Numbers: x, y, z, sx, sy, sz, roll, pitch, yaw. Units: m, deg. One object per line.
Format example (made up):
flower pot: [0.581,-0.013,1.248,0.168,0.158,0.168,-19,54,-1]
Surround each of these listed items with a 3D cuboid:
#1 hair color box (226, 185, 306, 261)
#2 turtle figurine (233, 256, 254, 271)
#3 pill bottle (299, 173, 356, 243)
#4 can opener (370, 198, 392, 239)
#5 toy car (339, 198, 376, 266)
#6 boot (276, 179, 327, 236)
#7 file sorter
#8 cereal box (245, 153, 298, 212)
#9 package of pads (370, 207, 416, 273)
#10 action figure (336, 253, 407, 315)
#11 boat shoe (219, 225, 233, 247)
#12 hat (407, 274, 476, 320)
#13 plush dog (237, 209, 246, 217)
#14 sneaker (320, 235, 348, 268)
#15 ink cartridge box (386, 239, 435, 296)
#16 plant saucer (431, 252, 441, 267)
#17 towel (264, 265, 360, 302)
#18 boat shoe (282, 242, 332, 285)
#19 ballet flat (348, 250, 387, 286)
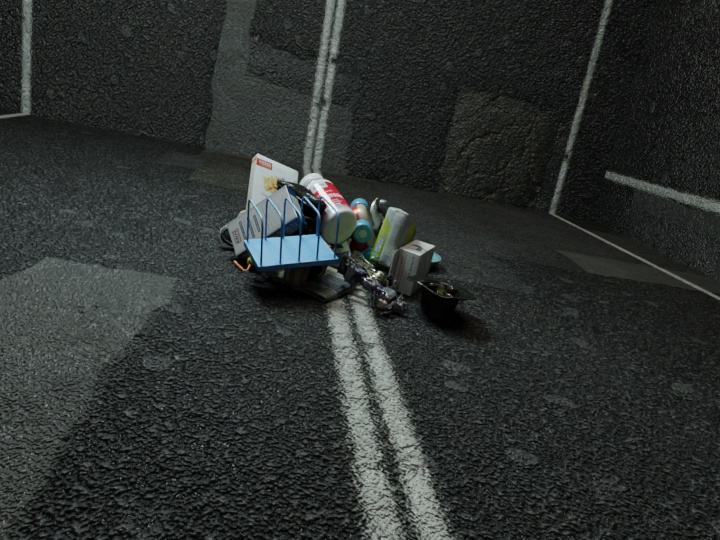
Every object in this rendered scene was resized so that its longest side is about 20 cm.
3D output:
hair color box: [-0.245,-0.120,1.481,0.103,0.196,0.060,66,14,22]
turtle figurine: [-0.224,-0.045,1.430,0.158,0.067,0.196,-17,9,-43]
pill bottle: [-0.099,-0.181,1.606,0.109,0.114,0.202,-1,42,-38]
can opener: [0.072,-0.122,1.652,0.065,0.203,0.054,9,51,26]
toy car: [-0.051,-0.092,1.717,0.193,0.182,0.186,-16,30,6]
boot: [-0.185,-0.145,1.557,0.078,0.162,0.210,6,24,-42]
file sorter: [-0.160,-0.093,1.320,0.193,0.127,0.139,-6,29,-25]
cereal box: [-0.250,-0.212,1.613,0.140,0.208,0.039,18,-27,-34]
package of pads: [0.096,-0.077,1.581,0.066,0.160,0.200,20,-4,14]
action figure: [0.034,0.040,1.388,0.197,0.071,0.129,34,17,17]
boat shoe: [-0.296,-0.083,1.590,0.193,0.078,0.062,17,3,-17]
hat: [0.191,0.074,1.408,0.193,0.084,0.201,17,9,-3]
plush dog: [-0.284,-0.176,1.711,0.154,0.178,0.200,6,16,-18]
sneaker: [-0.119,-0.067,1.641,0.193,0.085,0.074,14,18,12]
ink cartridge box: [0.138,-0.006,1.554,0.065,0.121,0.199,19,18,18]
plant saucer: [0.165,-0.044,1.849,0.192,0.037,0.201,12,16,-3]
towel: [-0.119,0.023,1.452,0.195,0.036,0.191,22,22,23]
boat shoe: [-0.115,-0.011,1.398,0.070,0.078,0.200,22,31,17]
ballet flat: [0.000,0.000,1.554,0.073,0.070,0.199,-19,30,-22]
